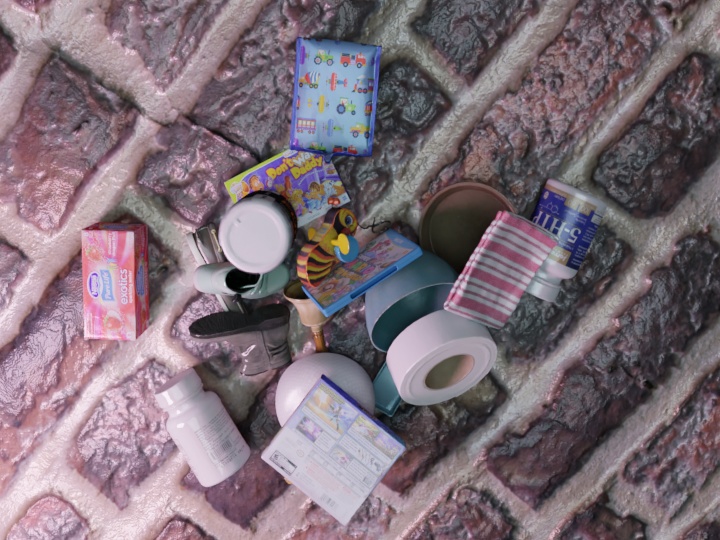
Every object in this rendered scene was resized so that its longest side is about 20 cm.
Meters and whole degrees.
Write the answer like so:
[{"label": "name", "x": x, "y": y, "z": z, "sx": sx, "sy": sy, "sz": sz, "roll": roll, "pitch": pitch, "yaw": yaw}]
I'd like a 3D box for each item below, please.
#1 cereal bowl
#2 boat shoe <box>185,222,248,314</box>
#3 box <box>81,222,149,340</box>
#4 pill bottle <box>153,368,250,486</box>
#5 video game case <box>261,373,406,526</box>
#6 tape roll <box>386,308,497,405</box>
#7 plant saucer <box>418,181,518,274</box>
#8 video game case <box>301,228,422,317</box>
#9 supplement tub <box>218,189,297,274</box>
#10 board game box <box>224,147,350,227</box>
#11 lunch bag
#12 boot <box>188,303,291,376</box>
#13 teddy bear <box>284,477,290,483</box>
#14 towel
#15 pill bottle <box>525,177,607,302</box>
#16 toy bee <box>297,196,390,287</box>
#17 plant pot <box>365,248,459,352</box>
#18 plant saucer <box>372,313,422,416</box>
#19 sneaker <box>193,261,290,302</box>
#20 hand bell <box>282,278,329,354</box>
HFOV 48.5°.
[{"label": "cereal bowl", "x": -0.066, "y": 0.263, "z": 1.511, "sx": 0.195, "sy": 0.084, "sz": 0.204, "roll": -1, "pitch": 116, "yaw": -2}, {"label": "boat shoe", "x": -0.253, "y": 0.010, "z": 1.489, "sx": 0.059, "sy": 0.072, "sz": 0.205, "roll": -27, "pitch": 106, "yaw": -5}, {"label": "box", "x": -0.452, "y": 0.018, "z": 1.477, "sx": 0.100, "sy": 0.095, "sz": 0.205, "roll": 3, "pitch": 101, "yaw": 0}, {"label": "pill bottle", "x": -0.304, "y": 0.295, "z": 1.522, "sx": 0.113, "sy": 0.114, "sz": 0.203, "roll": -29, "pitch": 100, "yaw": 5}, {"label": "video game case", "x": -0.048, "y": 0.322, "z": 1.438, "sx": 0.199, "sy": 0.045, "sz": 0.182, "roll": 39, "pitch": 95, "yaw": -2}, {"label": "tape roll", "x": 0.149, "y": 0.160, "z": 1.464, "sx": 0.198, "sy": 0.072, "sz": 0.205, "roll": -17, "pitch": 142, "yaw": -14}, {"label": "plant saucer", "x": 0.203, "y": -0.065, "z": 1.472, "sx": 0.195, "sy": 0.029, "sz": 0.205, "roll": 7, "pitch": 110, "yaw": 19}, {"label": "video game case", "x": 0.000, "y": 0.000, "z": 1.402, "sx": 0.198, "sy": 0.143, "sz": 0.018, "roll": -33, "pitch": 113, "yaw": -9}, {"label": "supplement tub", "x": -0.169, "y": -0.071, "z": 1.363, "sx": 0.119, "sy": 0.200, "sz": 0.126, "roll": 0, "pitch": 101, "yaw": -1}, {"label": "board game box", "x": -0.133, "y": -0.147, "z": 1.474, "sx": 0.197, "sy": 0.045, "sz": 0.137, "roll": -26, "pitch": 100, "yaw": 5}, {"label": "lunch bag", "x": -0.046, "y": -0.291, "z": 1.405, "sx": 0.147, "sy": 0.094, "sz": 0.205, "roll": 5, "pitch": 89, "yaw": -2}, {"label": "boot", "x": -0.216, "y": 0.143, "z": 1.479, "sx": 0.196, "sy": 0.068, "sz": 0.133, "roll": -8, "pitch": 121, "yaw": -22}, {"label": "teddy bear", "x": -0.049, "y": 0.384, "z": 1.531, "sx": 0.195, "sy": 0.146, "sz": 0.068, "roll": -9, "pitch": 65, "yaw": 1}, {"label": "towel", "x": 0.242, "y": 0.004, "z": 1.374, "sx": 0.144, "sy": 0.030, "sz": 0.203, "roll": 19, "pitch": 108, "yaw": -34}, {"label": "pill bottle", "x": 0.355, "y": -0.053, "z": 1.459, "sx": 0.117, "sy": 0.120, "sz": 0.204, "roll": 22, "pitch": 100, "yaw": -5}, {"label": "toy bee", "x": -0.050, "y": -0.070, "z": 1.439, "sx": 0.129, "sy": 0.201, "sz": 0.110, "roll": -7, "pitch": 123, "yaw": 38}, {"label": "plant pot", "x": 0.088, "y": 0.035, "z": 1.453, "sx": 0.197, "sy": 0.201, "sz": 0.137, "roll": -26, "pitch": 56, "yaw": 4}, {"label": "plant saucer", "x": 0.082, "y": 0.183, "z": 1.553, "sx": 0.069, "sy": 0.019, "sz": 0.203, "roll": 30, "pitch": 98, "yaw": -6}, {"label": "sneaker", "x": -0.185, "y": 0.019, "z": 1.430, "sx": 0.197, "sy": 0.117, "sz": 0.076, "roll": -4, "pitch": 96, "yaw": -41}, {"label": "hand bell", "x": -0.081, "y": 0.123, "z": 1.518, "sx": 0.101, "sy": 0.105, "sz": 0.204, "roll": -8, "pitch": 113, "yaw": 1}]
